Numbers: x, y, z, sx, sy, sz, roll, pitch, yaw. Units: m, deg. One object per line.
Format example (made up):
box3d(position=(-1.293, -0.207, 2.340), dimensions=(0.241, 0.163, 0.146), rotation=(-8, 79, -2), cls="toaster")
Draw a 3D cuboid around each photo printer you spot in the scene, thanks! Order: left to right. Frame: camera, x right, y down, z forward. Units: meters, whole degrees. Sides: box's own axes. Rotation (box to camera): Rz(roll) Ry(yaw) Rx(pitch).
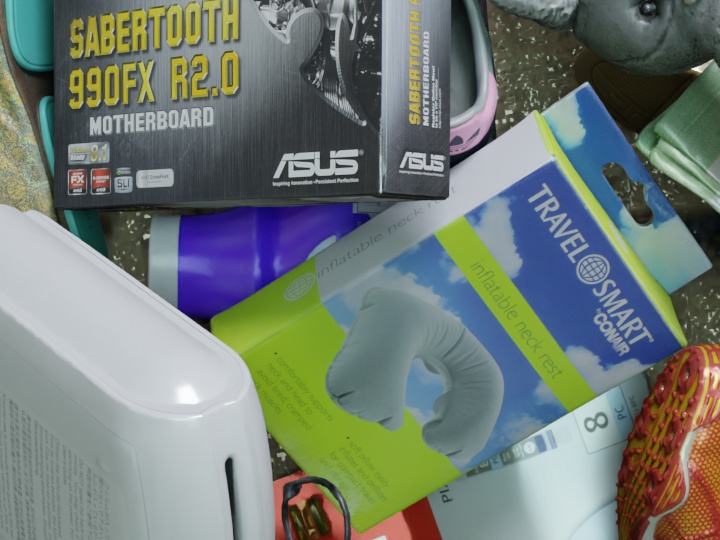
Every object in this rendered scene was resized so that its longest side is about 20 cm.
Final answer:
box3d(position=(-0.110, 0.082, 0.823), dimensions=(0.069, 0.199, 0.168), rotation=(-21, 127, -35), cls="photo printer")

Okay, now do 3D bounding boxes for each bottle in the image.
box3d(position=(0.000, 0.000, 0.908), dimensions=(0.198, 0.065, 0.084), rotation=(2, 104, -3), cls="bottle")

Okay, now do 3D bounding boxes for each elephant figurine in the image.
box3d(position=(0.115, -0.146, 0.823), dimensions=(0.140, 0.155, 0.202), rotation=(9, 86, -6), cls="elephant figurine")

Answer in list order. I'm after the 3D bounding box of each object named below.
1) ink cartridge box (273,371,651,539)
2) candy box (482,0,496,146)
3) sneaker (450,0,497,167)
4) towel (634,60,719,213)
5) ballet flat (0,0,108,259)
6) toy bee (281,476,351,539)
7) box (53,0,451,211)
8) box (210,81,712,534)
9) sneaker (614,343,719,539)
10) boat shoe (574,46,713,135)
box3d(position=(0.065, 0.144, 0.923), dimensions=(0.198, 0.047, 0.162), rotation=(-21, 91, -4), cls="ink cartridge box")
box3d(position=(-0.010, -0.144, 0.911), dimensions=(0.135, 0.061, 0.202), rotation=(-5, 90, -2), cls="candy box")
box3d(position=(0.019, -0.144, 0.841), dimensions=(0.070, 0.082, 0.202), rotation=(-19, 92, -4), cls="sneaker")
box3d(position=(0.234, -0.031, 0.853), dimensions=(0.200, 0.023, 0.152), rotation=(44, 61, 6), cls="towel")
box3d(position=(-0.169, -0.084, 0.905), dimensions=(0.070, 0.071, 0.202), rotation=(-11, 91, -3), cls="ballet flat")
box3d(position=(-0.024, 0.175, 0.886), dimensions=(0.108, 0.199, 0.132), rotation=(0, 69, -45), cls="toy bee")
box3d(position=(-0.051, -0.107, 0.825), dimensions=(0.199, 0.048, 0.160), rotation=(1, 90, 40), cls="box")
box3d(position=(0.048, 0.021, 0.851), dimensions=(0.199, 0.048, 0.122), rotation=(-32, 120, 14), cls="box")
box3d(position=(0.153, 0.125, 0.863), dimensions=(0.076, 0.073, 0.202), rotation=(1, 113, -4), cls="sneaker")
box3d(position=(0.201, -0.090, 0.923), dimensions=(0.198, 0.074, 0.070), rotation=(17, 65, -5), cls="boat shoe")
